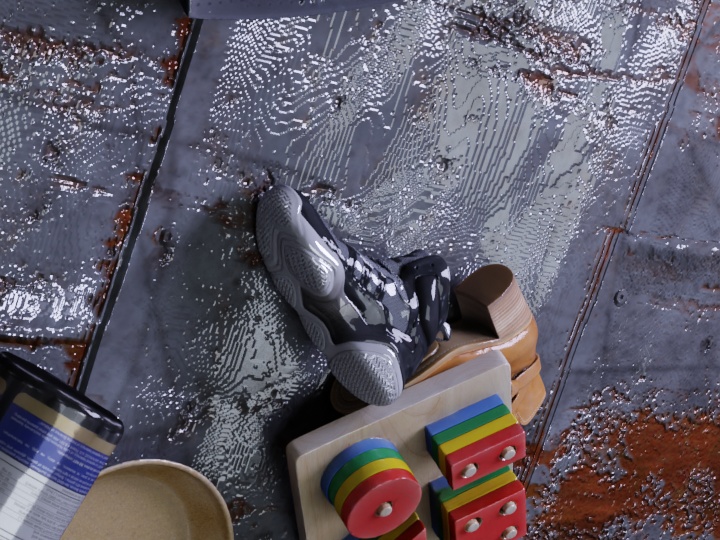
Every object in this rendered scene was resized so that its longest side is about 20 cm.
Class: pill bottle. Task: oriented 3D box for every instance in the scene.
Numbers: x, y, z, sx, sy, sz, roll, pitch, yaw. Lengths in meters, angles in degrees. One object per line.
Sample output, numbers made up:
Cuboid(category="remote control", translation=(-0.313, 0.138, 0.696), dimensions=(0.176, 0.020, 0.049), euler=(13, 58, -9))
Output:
Cuboid(category="pill bottle", translation=(-0.266, 0.169, 1.407), dimensions=(0.112, 0.112, 0.200), euler=(35, 84, -40))

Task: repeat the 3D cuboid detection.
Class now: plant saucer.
Cuboid(category="plant saucer", translation=(-0.195, 0.234, 1.538), dimensions=(0.200, 0.035, 0.201), euler=(-15, 118, -29))

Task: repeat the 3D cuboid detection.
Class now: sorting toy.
Cuboid(category="sorting toy", translation=(0.049, 0.189, 1.628), dimensions=(0.198, 0.070, 0.200), euler=(-23, 140, -15))

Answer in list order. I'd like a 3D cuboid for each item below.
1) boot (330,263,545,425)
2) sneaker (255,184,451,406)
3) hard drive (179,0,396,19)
Cuboid(category="boot", translation=(0.076, 0.105, 1.663), dimensions=(0.200, 0.074, 0.155), euler=(-33, 131, -15))
Cuboid(category="sneaker", translation=(0.000, 0.000, 1.550), dimensions=(0.114, 0.075, 0.201), euler=(-40, 111, -29))
Cuboid(category="hard drive", translation=(-0.044, -0.256, 1.425), dimensions=(0.199, 0.042, 0.135), euler=(-11, 117, -32))
